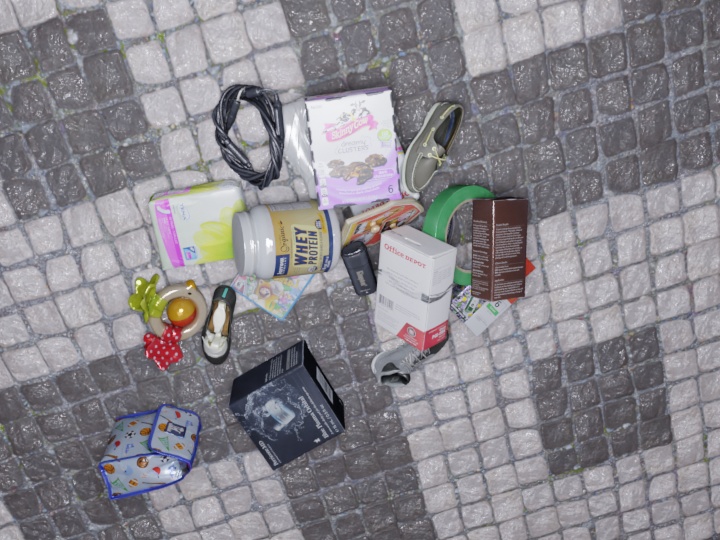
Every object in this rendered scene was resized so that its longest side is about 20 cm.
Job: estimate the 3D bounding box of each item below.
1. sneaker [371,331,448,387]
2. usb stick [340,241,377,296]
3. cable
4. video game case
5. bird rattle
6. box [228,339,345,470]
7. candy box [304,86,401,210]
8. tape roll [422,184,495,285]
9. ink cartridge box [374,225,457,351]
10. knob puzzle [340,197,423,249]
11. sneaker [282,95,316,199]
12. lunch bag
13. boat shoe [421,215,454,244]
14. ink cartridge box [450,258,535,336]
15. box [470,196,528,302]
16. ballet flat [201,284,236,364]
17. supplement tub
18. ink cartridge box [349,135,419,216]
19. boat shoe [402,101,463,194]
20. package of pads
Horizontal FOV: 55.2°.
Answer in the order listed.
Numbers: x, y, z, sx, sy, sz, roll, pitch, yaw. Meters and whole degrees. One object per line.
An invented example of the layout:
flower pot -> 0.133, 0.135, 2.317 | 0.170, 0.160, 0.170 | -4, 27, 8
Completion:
sneaker -> 0.119, 0.205, 1.540 | 0.197, 0.116, 0.076 | -31, 110, 7
usb stick -> 0.000, 0.000, 1.436 | 0.054, 0.033, 0.201 | -22, 152, -1
cable -> -0.219, -0.257, 1.348 | 0.158, 0.051, 0.206 | 5, 111, 23
video game case -> -0.172, -0.007, 1.489 | 0.141, 0.018, 0.202 | 33, 104, -15
bird rattle -> -0.403, 0.105, 1.472 | 0.159, 0.113, 0.205 | -22, 115, -14
box -> -0.162, 0.304, 1.553 | 0.196, 0.118, 0.200 | -29, 110, 7
candy box -> -0.014, -0.232, 1.301 | 0.162, 0.072, 0.206 | -8, 110, -1
tape roll -> 0.218, -0.074, 1.434 | 0.196, 0.048, 0.207 | -6, 101, -33
ink cartridge box -> 0.108, 0.032, 1.381 | 0.082, 0.145, 0.206 | -19, 125, -40
knob puzzle -> 0.048, -0.086, 1.400 | 0.216, 0.220, 0.031 | -29, 75, 6
sneaker -> -0.126, -0.239, 1.386 | 0.096, 0.078, 0.206 | -11, 103, 8
lunch bag -> -0.459, 0.394, 1.534 | 0.193, 0.171, 0.127 | -9, 116, 0
boat shoe -> 0.156, -0.035, 1.467 | 0.073, 0.093, 0.205 | 14, 109, -10
ink cartridge box -> 0.292, 0.037, 1.528 | 0.109, 0.051, 0.200 | 42, 103, -17
box -> 0.283, -0.046, 1.411 | 0.098, 0.074, 0.207 | -5, 102, -32
ballet flat -> -0.313, 0.129, 1.492 | 0.066, 0.069, 0.205 | 10, 114, -4
supplement tub -> -0.149, -0.061, 1.365 | 0.194, 0.144, 0.149 | -7, 112, -21
ink cartridge box -> 0.019, -0.216, 1.393 | 0.141, 0.085, 0.204 | -23, 109, 4
boat shoe -> 0.144, -0.243, 1.359 | 0.072, 0.059, 0.206 | 35, 74, -37
package of pads -> -0.327, -0.098, 1.416 | 0.193, 0.069, 0.159 | -9, 112, -2
